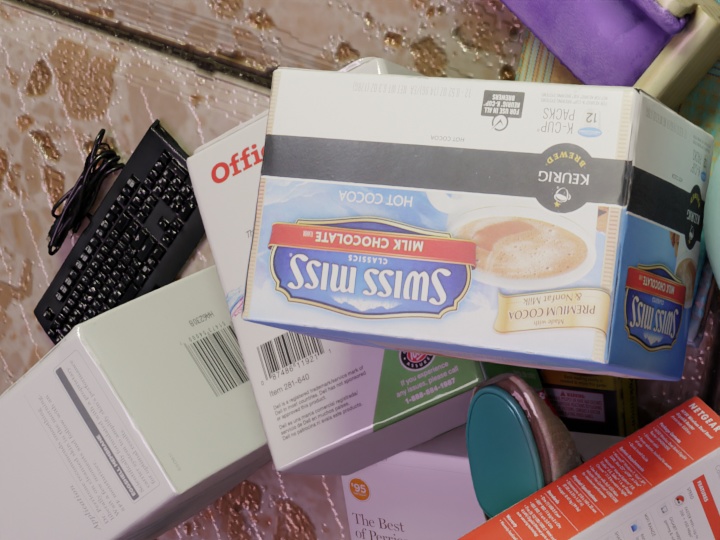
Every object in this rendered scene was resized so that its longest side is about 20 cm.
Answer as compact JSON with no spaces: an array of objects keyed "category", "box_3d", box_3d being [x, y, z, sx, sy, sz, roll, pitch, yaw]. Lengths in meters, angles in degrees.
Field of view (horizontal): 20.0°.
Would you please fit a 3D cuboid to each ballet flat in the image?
[{"category":"ballet flat","box_3d":[0.101,0.134,1.124,0.067,0.062,0.201,20,128,43]}]

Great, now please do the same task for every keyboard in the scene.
[{"category":"keyboard","box_3d":[-0.178,-0.015,1.404,0.104,0.040,0.200,46,124,13]}]

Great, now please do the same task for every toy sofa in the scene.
[{"category":"toy sofa","box_3d":[0.104,-0.169,1.100,0.200,0.097,0.083,48,115,19]}]

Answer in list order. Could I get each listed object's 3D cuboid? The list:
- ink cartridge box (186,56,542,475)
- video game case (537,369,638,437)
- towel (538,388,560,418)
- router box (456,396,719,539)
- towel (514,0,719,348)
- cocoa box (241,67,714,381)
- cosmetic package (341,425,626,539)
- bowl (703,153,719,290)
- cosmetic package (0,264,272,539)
[{"category":"ink cartridge box","box_3d":[0.000,0.000,1.180,0.144,0.084,0.201,-25,72,25]},{"category":"video game case","box_3d":[0.077,0.047,1.255,0.199,0.025,0.182,4,108,35]},{"category":"towel","box_3d":[0.026,0.045,1.261,0.144,0.022,0.201,-34,84,37]},{"category":"router box","box_3d":[0.147,0.196,1.097,0.201,0.179,0.049,66,170,-30]},{"category":"towel","box_3d":[0.145,-0.071,1.149,0.146,0.022,0.201,18,104,28]},{"category":"cocoa box","box_3d":[0.060,-0.021,1.028,0.199,0.133,0.132,6,86,25]},{"category":"cosmetic package","box_3d":[0.085,0.137,1.206,0.199,0.051,0.083,3,112,30]},{"category":"bowl","box_3d":[0.253,-0.026,1.024,0.105,0.199,0.202,-133,43,-61]},{"category":"cosmetic package","box_3d":[-0.144,0.105,1.318,0.200,0.199,0.123,-37,83,37]}]
